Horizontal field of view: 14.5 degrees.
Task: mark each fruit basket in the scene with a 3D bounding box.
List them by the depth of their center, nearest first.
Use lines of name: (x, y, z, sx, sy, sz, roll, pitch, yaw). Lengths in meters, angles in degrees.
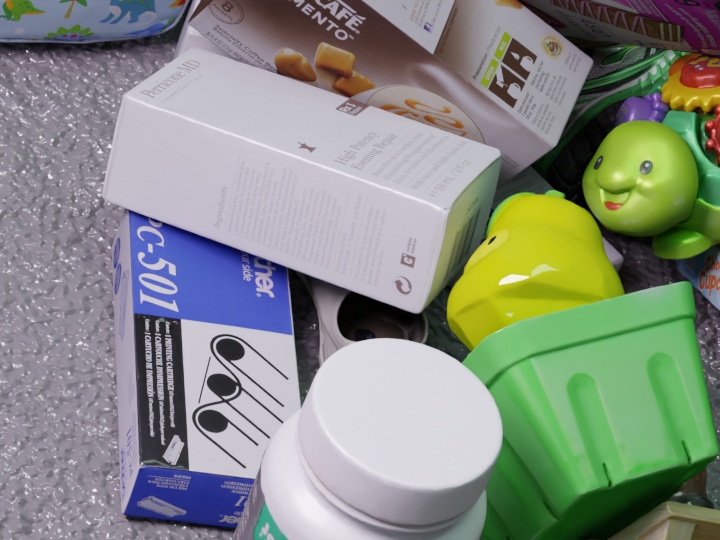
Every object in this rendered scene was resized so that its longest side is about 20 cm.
fruit basket: (0.087, 0.052, 1.513, 0.155, 0.216, 0.216, -13, 53, -31)

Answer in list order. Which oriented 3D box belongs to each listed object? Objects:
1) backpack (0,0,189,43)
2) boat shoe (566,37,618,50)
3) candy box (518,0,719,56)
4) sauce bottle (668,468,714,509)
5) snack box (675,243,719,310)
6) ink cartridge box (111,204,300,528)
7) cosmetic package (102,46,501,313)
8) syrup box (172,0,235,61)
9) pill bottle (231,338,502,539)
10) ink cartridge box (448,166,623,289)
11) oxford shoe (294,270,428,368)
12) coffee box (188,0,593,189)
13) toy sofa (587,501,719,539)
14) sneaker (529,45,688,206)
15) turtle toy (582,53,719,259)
backpack: (-0.168, -0.238, 1.704, 0.183, 0.200, 0.147, -3, 48, -25)
boat shoe: (0.080, -0.159, 1.797, 0.200, 0.072, 0.076, 10, 56, 33)
candy box: (0.137, -0.179, 1.667, 0.200, 0.136, 0.061, 11, 81, 26)
sauce bottle: (0.152, 0.096, 1.596, 0.066, 0.066, 0.200, -7, 49, -27)
snack box: (0.279, 0.022, 1.685, 0.116, 0.037, 0.200, 4, 20, -19)
ink cartridge box: (-0.085, 0.051, 1.561, 0.094, 0.044, 0.200, 9, 43, -15)
cosmetic package: (-0.032, -0.054, 1.595, 0.200, 0.074, 0.102, 20, 27, 13)
syrup box: (-0.064, -0.172, 1.767, 0.079, 0.081, 0.200, 17, 44, -7)
pill bottle: (-0.004, 0.133, 1.397, 0.113, 0.200, 0.113, 11, 44, -11)
ink cartridge box: (0.060, -0.048, 1.725, 0.095, 0.037, 0.200, -24, 62, -37)
oxford shoe: (0.000, 0.000, 1.638, 0.075, 0.058, 0.200, 3, 43, -14)
coffee box: (0.018, -0.133, 1.638, 0.200, 0.114, 0.080, 37, 52, -14)
toy sofa: (0.177, 0.227, 1.454, 0.083, 0.098, 0.200, 14, 48, -43)
sneaker: (0.160, -0.121, 1.808, 0.085, 0.078, 0.200, 36, 44, 18)
turtle toy: (0.207, -0.070, 1.703, 0.146, 0.101, 0.200, 7, 33, 38)
